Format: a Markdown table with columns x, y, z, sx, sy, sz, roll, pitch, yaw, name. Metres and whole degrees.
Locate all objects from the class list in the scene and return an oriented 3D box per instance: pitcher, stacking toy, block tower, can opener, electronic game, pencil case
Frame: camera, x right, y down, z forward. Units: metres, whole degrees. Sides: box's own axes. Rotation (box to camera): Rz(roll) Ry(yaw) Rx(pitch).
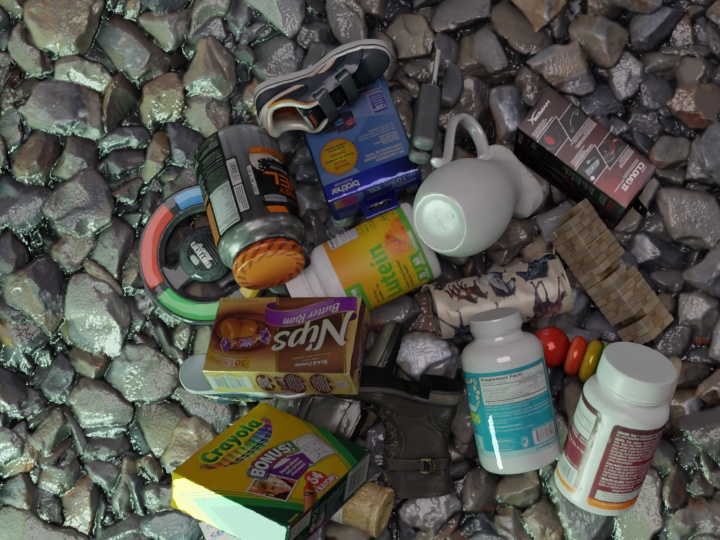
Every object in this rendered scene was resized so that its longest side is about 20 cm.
| x | y | z | sx | sy | sz | roll | pitch | yaw | name |
| --- | --- | --- | --- | --- | --- | --- | --- | --- | --- |
| 0.139 | -0.115 | 1.692 | 0.121 | 0.200 | 0.172 | -37 | 87 | 40 | pitcher |
| 0.323 | 0.129 | 1.711 | 0.198 | 0.085 | 0.086 | 17 | 82 | 12 | stacking toy |
| 0.331 | 0.006 | 1.715 | 0.058 | 0.054 | 0.201 | -35 | 89 | -35 | block tower |
| 0.108 | -0.224 | 1.754 | 0.066 | 0.054 | 0.201 | 12 | 48 | -4 | can opener |
| -0.214 | -0.023 | 1.791 | 0.197 | 0.042 | 0.203 | -1 | 81 | 4 | electronic game |
| 0.184 | 0.034 | 1.734 | 0.198 | 0.078 | 0.090 | -13 | 58 | 2 | pencil case |

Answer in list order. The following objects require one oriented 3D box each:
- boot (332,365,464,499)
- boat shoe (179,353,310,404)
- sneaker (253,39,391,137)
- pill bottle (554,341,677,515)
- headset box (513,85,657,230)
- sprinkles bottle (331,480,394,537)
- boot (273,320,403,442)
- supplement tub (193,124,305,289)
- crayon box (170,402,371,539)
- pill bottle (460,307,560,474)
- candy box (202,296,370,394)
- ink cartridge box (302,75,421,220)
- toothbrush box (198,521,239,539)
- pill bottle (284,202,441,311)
| x | y | z | sx | sy | sz | roll | pitch | yaw | name |
| --- | --- | --- | --- | --- | --- | --- | --- | --- | --- |
| 0.043 | 0.223 | 1.683 | 0.197 | 0.069 | 0.176 | 8 | 109 | -6 | boot |
| -0.139 | 0.143 | 1.729 | 0.198 | 0.091 | 0.072 | 1 | 75 | 9 | boat shoe |
| -0.045 | -0.237 | 1.715 | 0.198 | 0.079 | 0.080 | -23 | 54 | 11 | sneaker |
| 0.327 | 0.200 | 1.632 | 0.113 | 0.114 | 0.202 | 17 | 118 | 7 | pill bottle |
| 0.306 | -0.142 | 1.719 | 0.199 | 0.149 | 0.075 | 38 | 86 | 9 | headset box |
| -0.056 | 0.288 | 1.694 | 0.198 | 0.068 | 0.069 | 18 | 82 | 19 | sprinkles bottle |
| -0.034 | 0.137 | 1.741 | 0.130 | 0.068 | 0.201 | 27 | 83 | 13 | boot |
| -0.145 | -0.084 | 1.711 | 0.121 | 0.123 | 0.202 | -19 | 63 | 1 | supplement tub |
| -0.110 | 0.257 | 1.598 | 0.171 | 0.200 | 0.059 | 21 | 119 | 23 | crayon box |
| 0.193 | 0.155 | 1.671 | 0.109 | 0.111 | 0.202 | -11 | 98 | 2 | pill bottle |
| -0.094 | 0.096 | 1.649 | 0.198 | 0.057 | 0.118 | -1 | 54 | 16 | candy box |
| 0.001 | -0.161 | 1.767 | 0.135 | 0.076 | 0.202 | -20 | 71 | 1 | ink cartridge box |
| -0.122 | 0.398 | 1.660 | 0.085 | 0.146 | 0.202 | -25 | 80 | -2 | toothbrush box |
| 0.000 | 0.000 | 1.736 | 0.198 | 0.111 | 0.112 | -27 | 79 | -1 | pill bottle |
